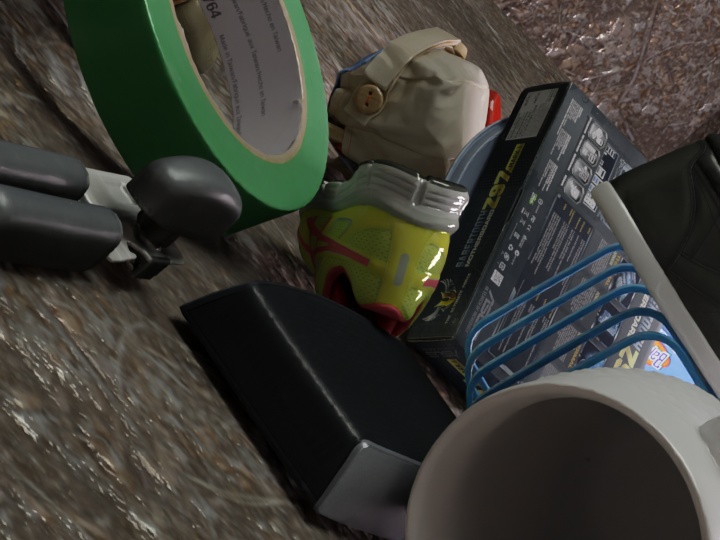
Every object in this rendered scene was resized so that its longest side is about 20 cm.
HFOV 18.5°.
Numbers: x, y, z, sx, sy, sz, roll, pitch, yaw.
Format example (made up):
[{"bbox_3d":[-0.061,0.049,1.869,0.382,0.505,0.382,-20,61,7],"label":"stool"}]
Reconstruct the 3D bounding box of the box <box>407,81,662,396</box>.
[{"bbox_3d":[0.129,0.005,1.419,0.158,0.201,0.051,41,-27,-31],"label":"box"}]

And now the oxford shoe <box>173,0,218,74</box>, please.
[{"bbox_3d":[-0.125,-0.174,1.397,0.200,0.070,0.075,-107,179,-67],"label":"oxford shoe"}]

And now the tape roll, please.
[{"bbox_3d":[-0.084,-0.120,1.169,0.201,0.048,0.202,50,30,-44],"label":"tape roll"}]

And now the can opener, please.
[{"bbox_3d":[-0.118,-0.033,0.929,0.053,0.066,0.200,52,17,15],"label":"can opener"}]

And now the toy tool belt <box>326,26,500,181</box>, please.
[{"bbox_3d":[0.024,-0.108,1.537,0.122,0.126,0.200,6,7,12],"label":"toy tool belt"}]

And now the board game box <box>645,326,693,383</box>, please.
[{"bbox_3d":[0.245,0.019,2.142,0.152,0.045,0.200,42,13,-28],"label":"board game box"}]

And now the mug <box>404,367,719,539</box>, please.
[{"bbox_3d":[0.141,0.104,1.022,0.148,0.199,0.175,59,24,13],"label":"mug"}]

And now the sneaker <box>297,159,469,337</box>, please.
[{"bbox_3d":[0.000,0.000,1.212,0.077,0.091,0.200,15,-10,-6],"label":"sneaker"}]

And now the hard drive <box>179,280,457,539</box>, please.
[{"bbox_3d":[0.001,0.070,1.070,0.135,0.042,0.200,54,13,25],"label":"hard drive"}]

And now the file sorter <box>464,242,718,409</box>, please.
[{"bbox_3d":[0.135,0.083,1.237,0.123,0.138,0.200,57,10,-12],"label":"file sorter"}]

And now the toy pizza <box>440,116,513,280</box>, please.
[{"bbox_3d":[0.109,-0.002,1.458,0.032,0.201,0.200,-2,-34,47],"label":"toy pizza"}]

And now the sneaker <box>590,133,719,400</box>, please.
[{"bbox_3d":[0.212,0.013,1.153,0.201,0.099,0.071,55,8,-17],"label":"sneaker"}]
